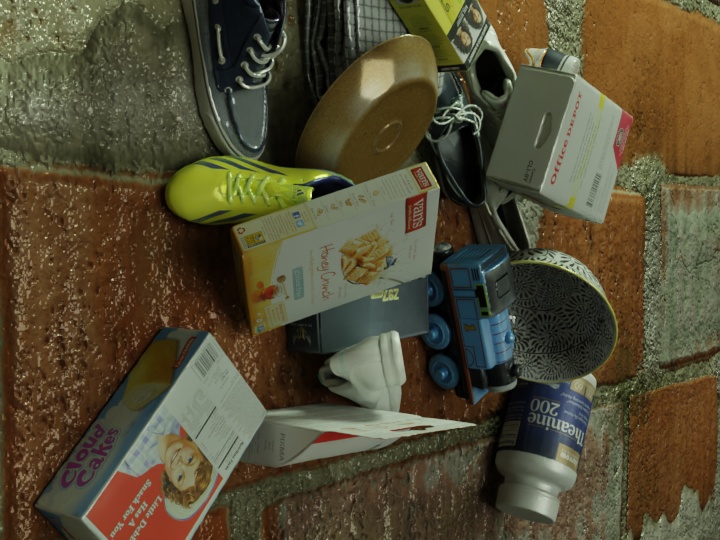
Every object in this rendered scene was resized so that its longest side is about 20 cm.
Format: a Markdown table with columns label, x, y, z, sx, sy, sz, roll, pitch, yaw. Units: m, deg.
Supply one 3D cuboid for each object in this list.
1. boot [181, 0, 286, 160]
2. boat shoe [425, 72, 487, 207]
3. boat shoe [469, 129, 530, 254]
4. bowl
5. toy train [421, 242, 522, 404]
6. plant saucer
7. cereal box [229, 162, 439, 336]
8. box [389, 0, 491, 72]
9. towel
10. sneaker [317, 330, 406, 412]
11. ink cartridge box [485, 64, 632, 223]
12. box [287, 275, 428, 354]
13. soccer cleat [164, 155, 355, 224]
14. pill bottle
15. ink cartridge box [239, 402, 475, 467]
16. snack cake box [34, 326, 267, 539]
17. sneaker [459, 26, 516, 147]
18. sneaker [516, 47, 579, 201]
| label | x | y | z | sx | sy | sz | roll | pitch | yaw |
| --- | --- | --- | --- | --- | --- | --- | --- | --- | --- |
| boot | -0.107 | -0.199 | 1.026 | 0.072 | 0.089 | 0.203 | -33 | 116 | -46 |
| boat shoe | 0.107 | -0.169 | 1.307 | 0.074 | 0.062 | 0.203 | -19 | 109 | -13 |
| boat shoe | 0.169 | -0.102 | 1.400 | 0.072 | 0.065 | 0.203 | -40 | 122 | -43 |
| bowl | 0.232 | 0.038 | 1.399 | 0.203 | 0.198 | 0.095 | 63 | 32 | -31 |
| toy train | 0.133 | 0.063 | 1.321 | 0.086 | 0.113 | 0.204 | -29 | 113 | -46 |
| plant saucer | 0.018 | -0.148 | 1.137 | 0.199 | 0.035 | 0.201 | -38 | 155 | -21 |
| cereal box | -0.022 | -0.018 | 1.047 | 0.197 | 0.040 | 0.145 | -19 | 148 | -12 |
| box | 0.064 | -0.302 | 1.141 | 0.200 | 0.050 | 0.076 | 50 | 57 | -39 |
| towel | 0.011 | -0.275 | 1.184 | 0.164 | 0.085 | 0.204 | -14 | 103 | -49 |
| sneaker | -0.002 | 0.112 | 1.165 | 0.201 | 0.087 | 0.077 | 90 | -10 | -69 |
| ink cartridge box | 0.250 | -0.154 | 1.362 | 0.199 | 0.082 | 0.148 | 16 | 92 | -56 |
| box | 0.000 | 0.000 | 1.200 | 0.198 | 0.050 | 0.161 | -5 | 96 | -50 |
| soccer cleat | -0.085 | -0.072 | 1.036 | 0.197 | 0.083 | 0.066 | 2 | 95 | -30 |
| pill bottle | 0.243 | 0.227 | 1.467 | 0.111 | 0.110 | 0.203 | 37 | 62 | -45 |
| ink cartridge box | -0.011 | 0.166 | 1.073 | 0.160 | 0.198 | 0.051 | 2 | 92 | -51 |
| snack cake box | -0.177 | 0.164 | 0.968 | 0.201 | 0.066 | 0.116 | -58 | 134 | -33 |
| sneaker | 0.171 | -0.210 | 1.364 | 0.201 | 0.077 | 0.100 | 56 | 10 | -27 |
| sneaker | 0.223 | -0.198 | 1.466 | 0.078 | 0.078 | 0.203 | -21 | 132 | -65 |
